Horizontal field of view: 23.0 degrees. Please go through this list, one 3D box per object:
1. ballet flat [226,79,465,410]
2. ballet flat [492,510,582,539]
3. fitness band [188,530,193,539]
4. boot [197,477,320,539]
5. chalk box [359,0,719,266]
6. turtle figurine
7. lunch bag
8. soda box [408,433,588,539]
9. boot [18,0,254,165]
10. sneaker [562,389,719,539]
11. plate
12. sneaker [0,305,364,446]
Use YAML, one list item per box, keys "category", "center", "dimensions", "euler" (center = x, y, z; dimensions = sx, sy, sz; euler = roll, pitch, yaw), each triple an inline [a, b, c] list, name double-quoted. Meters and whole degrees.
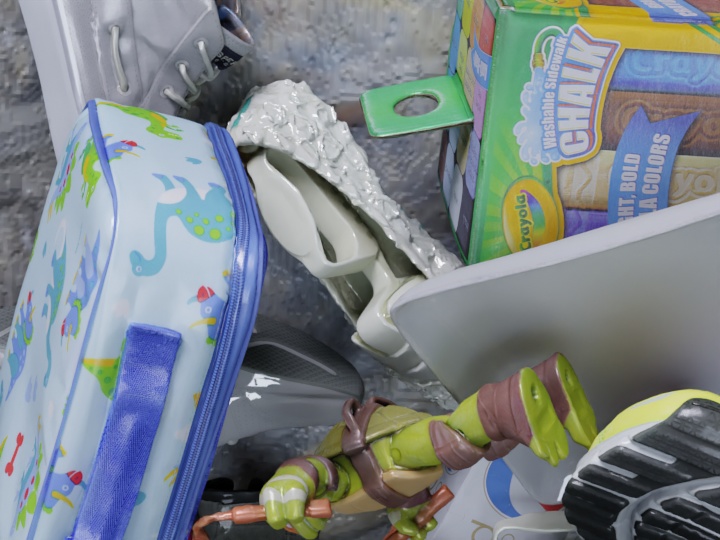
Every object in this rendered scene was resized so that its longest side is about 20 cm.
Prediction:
- category: "ballet flat"
  center: [0.000, 0.000, 0.847]
  dimensions: [0.072, 0.072, 0.200]
  euler: [-40, 93, 14]
- category: "ballet flat"
  center: [0.066, 0.165, 0.894]
  dimensions: [0.198, 0.067, 0.071]
  euler: [-21, 91, 5]
- category: "fitness band"
  center: [-0.160, 0.189, 0.948]
  dimensions: [0.142, 0.038, 0.201]
  euler: [20, 124, -12]
- category: "boot"
  center: [-0.032, 0.185, 0.943]
  dimensions: [0.067, 0.132, 0.200]
  euler: [1, 163, 25]
- category: "chalk box"
  center: [0.101, -0.078, 0.814]
  dimensions: [0.197, 0.125, 0.125]
  euler: [3, 115, -7]
- category: "turtle figurine"
  center: [0.022, 0.084, 0.788]
  dimensions: [0.160, 0.200, 0.065]
  euler: [-24, 70, 22]
- category: "lunch bag"
  center: [-0.103, 0.042, 0.756]
  dimensions: [0.082, 0.161, 0.202]
  euler: [12, 111, -17]
- category: "soda box"
  center: [0.071, 0.122, 0.936]
  dimensions: [0.067, 0.064, 0.201]
  euler: [21, 111, -13]
- category: "boot"
  center: [-0.094, -0.088, 0.821]
  dimensions: [0.094, 0.074, 0.202]
  euler: [-10, 114, 8]
- category: "sneaker"
  center: [0.137, 0.088, 0.778]
  dimensions: [0.077, 0.091, 0.201]
  euler: [24, 155, 10]
- category: "plate"
  center: [0.138, 0.031, 0.799]
  dimensions: [0.198, 0.033, 0.200]
  euler: [-17, 141, 19]
- category: "sneaker"
  center: [-0.097, 0.066, 0.892]
  dimensions: [0.198, 0.071, 0.081]
  euler: [4, 110, -4]
